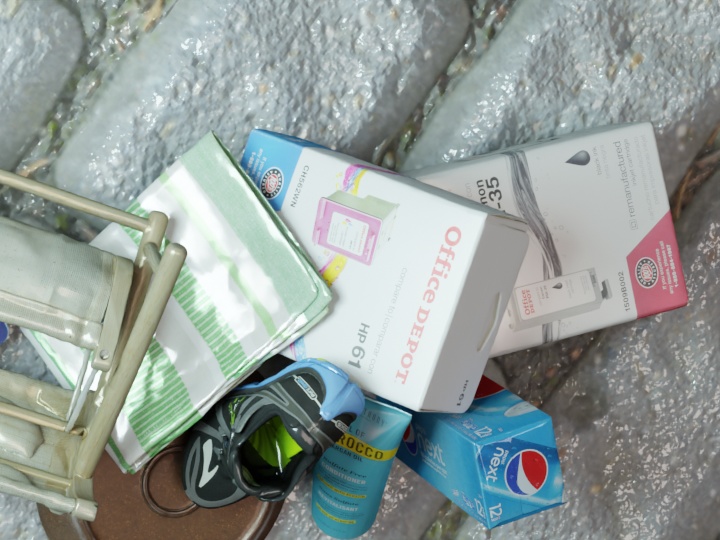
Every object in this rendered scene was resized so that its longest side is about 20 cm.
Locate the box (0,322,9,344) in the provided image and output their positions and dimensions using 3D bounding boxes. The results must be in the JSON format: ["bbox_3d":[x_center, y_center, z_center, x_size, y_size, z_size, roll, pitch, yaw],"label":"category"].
[{"bbox_3d":[-0.353,0.040,1.471,0.199,0.032,0.122,-28,110,-12],"label":"box"}]

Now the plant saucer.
[{"bbox_3d":[-0.139,0.150,1.580,0.199,0.034,0.202,-4,102,-20],"label":"plant saucer"}]

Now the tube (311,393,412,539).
[{"bbox_3d":[-0.005,0.132,1.550,0.077,0.200,0.051,19,60,7],"label":"tube"}]

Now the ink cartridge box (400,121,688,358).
[{"bbox_3d":[0.130,-0.020,1.611,0.199,0.083,0.148,-14,95,-18],"label":"ink cartridge box"}]

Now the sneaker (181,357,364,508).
[{"bbox_3d":[-0.075,0.122,1.487,0.071,0.199,0.083,46,52,-9],"label":"sneaker"}]

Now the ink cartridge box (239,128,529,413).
[{"bbox_3d":[0.000,0.000,1.510,0.085,0.199,0.146,10,100,-64],"label":"ink cartridge box"}]

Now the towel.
[{"bbox_3d":[-0.132,0.025,1.495,0.200,0.023,0.153,-41,78,14],"label":"towel"}]

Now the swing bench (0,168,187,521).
[{"bbox_3d":[-0.243,0.036,1.415,0.198,0.130,0.201,19,98,-14],"label":"swing bench"}]

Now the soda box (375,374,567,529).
[{"bbox_3d":[0.076,0.119,1.566,0.064,0.200,0.068,-17,107,-17],"label":"soda box"}]
